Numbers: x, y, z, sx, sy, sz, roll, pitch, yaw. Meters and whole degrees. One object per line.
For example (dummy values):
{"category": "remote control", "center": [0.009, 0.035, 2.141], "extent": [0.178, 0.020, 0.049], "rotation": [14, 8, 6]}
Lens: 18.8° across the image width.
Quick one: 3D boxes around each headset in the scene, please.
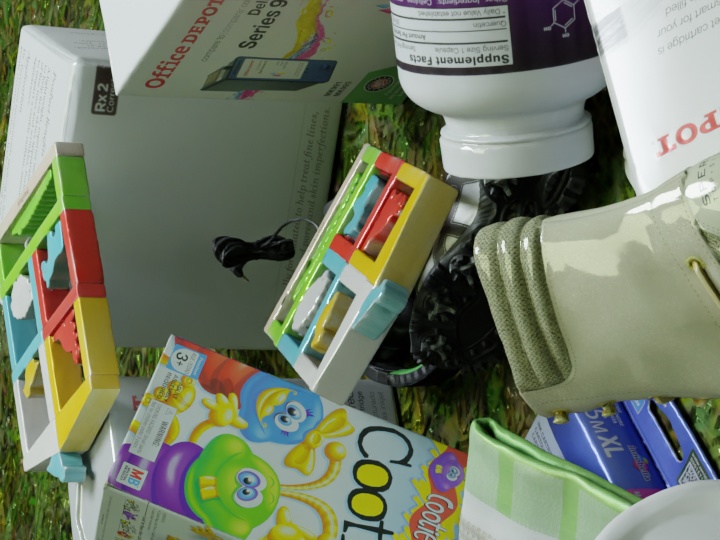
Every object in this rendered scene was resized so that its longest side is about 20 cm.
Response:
{"category": "headset", "center": [-0.005, 0.002, 1.353], "extent": [0.200, 0.094, 0.124], "rotation": [18, 105, 51]}

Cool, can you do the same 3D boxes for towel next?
{"category": "towel", "center": [0.098, 0.192, 1.120], "extent": [0.149, 0.031, 0.200], "rotation": [24, 121, 39]}

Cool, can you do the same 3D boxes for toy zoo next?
{"category": "toy zoo", "center": [0.000, 0.000, 1.218], "extent": [0.131, 0.020, 0.200], "rotation": [-62, 14, 2]}
{"category": "toy zoo", "center": [-0.190, 0.038, 1.360], "extent": [0.131, 0.020, 0.200], "rotation": [-47, 49, 51]}

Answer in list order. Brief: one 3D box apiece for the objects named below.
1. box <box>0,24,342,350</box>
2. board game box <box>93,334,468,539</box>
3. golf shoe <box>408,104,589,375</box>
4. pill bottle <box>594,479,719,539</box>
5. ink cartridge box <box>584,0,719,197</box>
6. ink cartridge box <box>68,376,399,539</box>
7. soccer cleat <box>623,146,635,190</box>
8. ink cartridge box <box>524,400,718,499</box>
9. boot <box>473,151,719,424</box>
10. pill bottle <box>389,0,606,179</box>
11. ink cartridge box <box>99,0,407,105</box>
{"category": "box", "center": [-0.137, -0.056, 1.507], "extent": [0.131, 0.200, 0.199], "rotation": [-143, 59, -60]}
{"category": "board game box", "center": [-0.039, 0.135, 1.248], "extent": [0.105, 0.200, 0.103], "rotation": [112, 180, -62]}
{"category": "golf shoe", "center": [0.079, -0.032, 1.228], "extent": [0.095, 0.078, 0.200], "rotation": [-95, 23, -54]}
{"category": "pill bottle", "center": [0.157, 0.193, 0.930], "extent": [0.109, 0.109, 0.200], "rotation": [-123, 14, -49]}
{"category": "ink cartridge box", "center": [0.177, -0.130, 0.943], "extent": [0.146, 0.084, 0.200], "rotation": [-26, 62, 30]}
{"category": "ink cartridge box", "center": [-0.074, 0.147, 1.364], "extent": [0.084, 0.200, 0.146], "rotation": [134, 132, -54]}
{"category": "soccer cleat", "center": [0.153, -0.086, 1.065], "extent": [0.086, 0.070, 0.200], "rotation": [139, 129, -63]}
{"category": "ink cartridge box", "center": [0.117, 0.142, 1.162], "extent": [0.200, 0.042, 0.119], "rotation": [-64, 35, 37]}
{"category": "boot", "center": [0.151, 0.042, 0.909], "extent": [0.155, 0.200, 0.072], "rotation": [-17, 29, 32]}
{"category": "pill bottle", "center": [0.068, -0.151, 1.071], "extent": [0.112, 0.112, 0.200], "rotation": [24, 125, 62]}
{"category": "ink cartridge box", "center": [-0.041, -0.170, 1.316], "extent": [0.145, 0.200, 0.088], "rotation": [-44, 50, 55]}
